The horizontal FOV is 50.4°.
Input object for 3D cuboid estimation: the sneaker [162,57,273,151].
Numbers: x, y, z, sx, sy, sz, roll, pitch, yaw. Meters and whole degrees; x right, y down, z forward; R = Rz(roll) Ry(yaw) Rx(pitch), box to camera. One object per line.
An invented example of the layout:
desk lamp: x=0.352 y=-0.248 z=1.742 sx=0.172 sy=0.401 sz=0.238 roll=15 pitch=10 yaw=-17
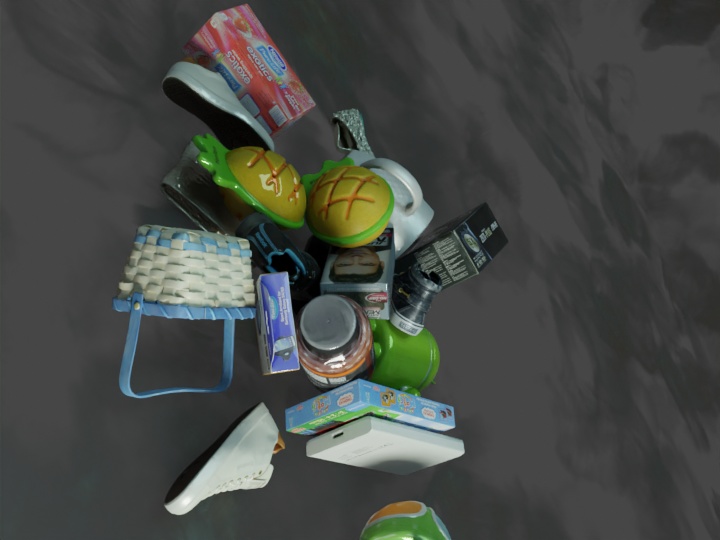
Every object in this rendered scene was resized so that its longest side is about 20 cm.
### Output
sneaker: x=-0.206 y=-0.255 z=1.187 sx=0.200 sy=0.072 sz=0.085 roll=40 pitch=43 yaw=-24

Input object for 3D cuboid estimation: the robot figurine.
robot figurine: x=0.046 y=0.132 z=1.211 sx=0.199 sy=0.115 sz=0.177 roll=20 pitch=45 yaw=-43

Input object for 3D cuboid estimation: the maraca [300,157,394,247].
maraca: x=-0.028 y=-0.109 z=1.168 sx=0.200 sy=0.136 sz=0.108 roll=48 pitch=-14 yaw=45

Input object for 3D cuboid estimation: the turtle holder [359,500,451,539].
turtle holder: x=0.078 y=0.403 z=1.050 sx=0.185 sy=0.141 sz=0.132 roll=43 pitch=21 yaw=-8

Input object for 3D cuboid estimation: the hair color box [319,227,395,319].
hair color box: x=0.000 y=0.000 z=1.167 sx=0.201 sy=0.097 sz=0.061 roll=-80 pitch=168 yaw=-63

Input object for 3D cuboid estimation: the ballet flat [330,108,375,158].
ballet flat: x=-0.014 y=-0.214 z=1.426 sx=0.071 sy=0.071 sz=0.202 roll=11 pitch=53 yaw=-46

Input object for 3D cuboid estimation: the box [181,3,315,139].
box: x=-0.181 y=-0.315 z=1.249 sx=0.201 sy=0.102 sz=0.095 roll=54 pitch=36 yaw=-7

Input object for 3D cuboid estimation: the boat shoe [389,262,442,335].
boat shoe: x=0.082 y=0.026 z=1.216 sx=0.070 sy=0.092 sz=0.201 roll=27 pitch=13 yaw=-15

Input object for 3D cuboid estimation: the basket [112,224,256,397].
basket: x=-0.212 y=0.052 z=0.940 sx=0.176 sy=0.138 sz=0.203 roll=11 pitch=81 yaw=-59

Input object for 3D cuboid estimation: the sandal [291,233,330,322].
sandal: x=-0.071 y=0.008 z=1.211 sx=0.075 sy=0.045 sz=0.201 roll=42 pitch=40 yaw=-26

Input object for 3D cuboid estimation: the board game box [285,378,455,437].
board game box: x=0.016 y=0.211 z=1.090 sx=0.199 sy=0.150 sz=0.037 roll=22 pitch=52 yaw=-41

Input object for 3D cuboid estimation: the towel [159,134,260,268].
towel: x=-0.197 y=-0.099 z=1.141 sx=0.200 sy=0.034 sz=0.133 roll=43 pitch=38 yaw=-21

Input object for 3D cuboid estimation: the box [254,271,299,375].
box: x=-0.111 y=0.072 z=0.987 sx=0.041 sy=0.200 sz=0.121 roll=-6 pitch=84 yaw=-14

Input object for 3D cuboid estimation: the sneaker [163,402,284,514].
sneaker: x=-0.152 y=0.243 z=0.929 sx=0.085 sy=0.072 sz=0.200 roll=55 pitch=35 yaw=-3

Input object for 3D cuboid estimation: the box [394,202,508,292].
box: x=0.139 y=-0.021 z=1.356 sx=0.087 sy=0.199 sz=0.164 roll=58 pitch=37 yaw=-4

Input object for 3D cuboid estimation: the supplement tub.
supplement tub: x=-0.034 y=0.097 z=1.017 sx=0.200 sy=0.105 sz=0.108 roll=84 pitch=-7 yaw=-68

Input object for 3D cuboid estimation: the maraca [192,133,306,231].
maraca: x=-0.155 y=-0.124 z=1.083 sx=0.199 sy=0.107 sz=0.138 roll=32 pitch=20 yaw=-39

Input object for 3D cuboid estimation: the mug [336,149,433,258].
mug: x=0.028 y=-0.120 z=1.292 sx=0.175 sy=0.200 sz=0.148 roll=45 pitch=58 yaw=-10

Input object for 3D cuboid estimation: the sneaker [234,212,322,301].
sneaker: x=-0.102 y=0.002 z=1.070 sx=0.082 sy=0.073 sz=0.200 roll=48 pitch=2 yaw=37

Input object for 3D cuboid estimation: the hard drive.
hard drive: x=0.038 y=0.256 z=1.103 sx=0.199 sy=0.131 sz=0.027 roll=24 pitch=49 yaw=-40
